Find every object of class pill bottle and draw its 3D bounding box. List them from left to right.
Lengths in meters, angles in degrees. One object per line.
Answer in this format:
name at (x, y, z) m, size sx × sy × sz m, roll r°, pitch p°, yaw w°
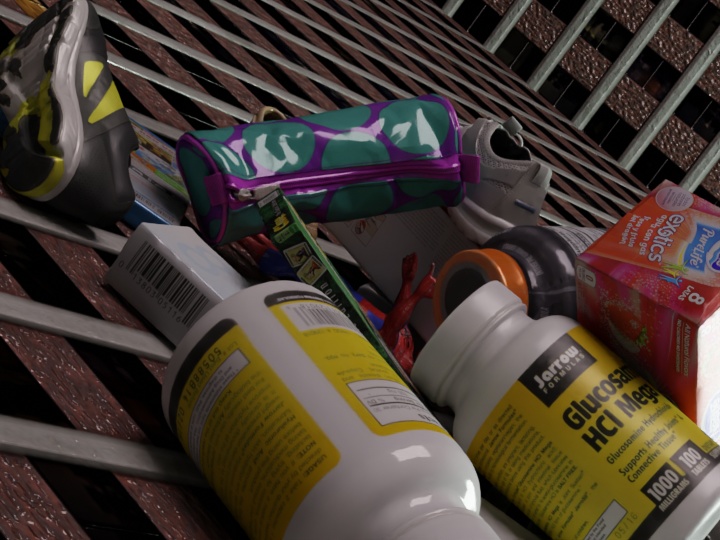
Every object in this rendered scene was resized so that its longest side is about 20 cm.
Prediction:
pill bottle at (-0.009, 0.104, 1.065) m, size 0.111 × 0.112 × 0.200 m, roll 24°, pitch 18°, yaw -46°
pill bottle at (0.143, 0.022, 1.473) m, size 0.199 × 0.107 × 0.106 m, roll 1°, pitch 34°, yaw -42°
pill bottle at (0.131, 0.102, 1.324) m, size 0.200 × 0.113 × 0.112 m, roll 41°, pitch 13°, yaw 15°

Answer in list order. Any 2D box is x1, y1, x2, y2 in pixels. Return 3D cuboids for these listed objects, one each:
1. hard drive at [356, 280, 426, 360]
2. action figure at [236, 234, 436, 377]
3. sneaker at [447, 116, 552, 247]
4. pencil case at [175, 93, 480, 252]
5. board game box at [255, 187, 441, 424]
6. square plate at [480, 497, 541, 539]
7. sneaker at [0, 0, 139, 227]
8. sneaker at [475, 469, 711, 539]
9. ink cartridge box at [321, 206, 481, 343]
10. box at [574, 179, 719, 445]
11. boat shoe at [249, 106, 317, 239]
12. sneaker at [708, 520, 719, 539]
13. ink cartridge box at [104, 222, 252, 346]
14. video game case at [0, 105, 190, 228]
hard drive at (0.066, 0.049, 1.686) m, size 0.132 × 0.026 × 0.200 m, roll 38°, pitch 12°, yaw 6°
action figure at (0.000, 0.000, 1.526) m, size 0.200 × 0.099 × 0.065 m, roll 44°, pitch 15°, yaw 17°
sneaker at (0.093, -0.081, 1.586) m, size 0.074 × 0.082 × 0.200 m, roll 25°, pitch 16°, yaw -33°
pencil case at (-0.025, -0.069, 1.486) m, size 0.199 × 0.086 × 0.092 m, roll -11°, pitch 18°, yaw -20°
board game box at (0.001, 0.043, 1.351) m, size 0.201 × 0.023 × 0.105 m, roll 56°, pitch 4°, yaw -15°
square plate at (0.103, 0.195, 1.244) m, size 0.199 × 0.029 × 0.198 m, roll 36°, pitch 13°, yaw -8°
sneaker at (-0.188, -0.100, 1.389) m, size 0.085 × 0.074 × 0.201 m, roll 41°, pitch 30°, yaw -34°
sneaker at (0.172, 0.171, 1.413) m, size 0.199 × 0.074 × 0.088 m, roll 36°, pitch 8°, yaw 11°
ink cartridge box at (0.093, 0.010, 1.641) m, size 0.175 × 0.084 × 0.200 m, roll 26°, pitch 15°, yaw -42°
box at (0.206, 0.056, 1.381) m, size 0.099 × 0.095 × 0.201 m, roll 31°, pitch -34°, yaw 32°
boat shoe at (-0.067, -0.075, 1.677) m, size 0.071 × 0.065 × 0.200 m, roll 31°, pitch 14°, yaw -27°
sneaker at (0.218, 0.197, 1.473) m, size 0.070 × 0.080 × 0.201 m, roll 24°, pitch 38°, yaw -48°
ink cartridge box at (-0.052, 0.038, 1.339) m, size 0.160 × 0.047 × 0.200 m, roll 41°, pitch 14°, yaw 16°
video game case at (-0.181, -0.085, 1.507) m, size 0.143 × 0.018 × 0.200 m, roll 35°, pitch 12°, yaw -7°
